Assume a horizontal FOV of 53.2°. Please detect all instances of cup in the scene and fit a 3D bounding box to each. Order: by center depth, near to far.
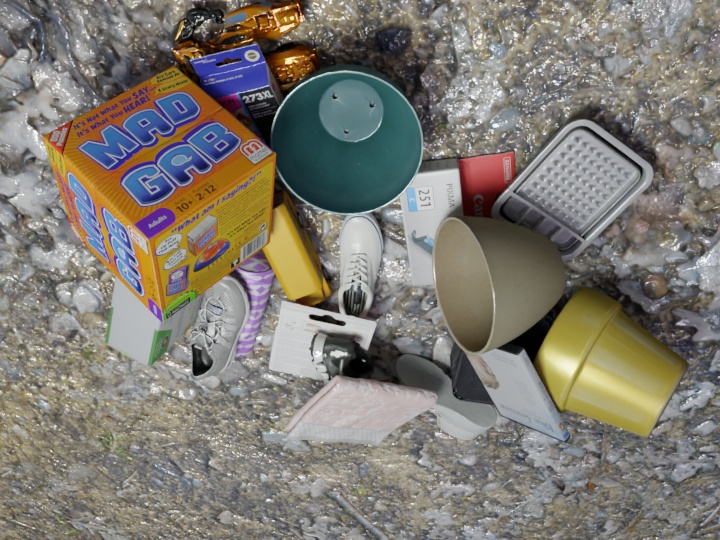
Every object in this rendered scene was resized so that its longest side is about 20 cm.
[{"bbox_3d":[0.208,0.010,1.042,0.143,0.200,0.201,-11,125,-15],"label":"cup"}]

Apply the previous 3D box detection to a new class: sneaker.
[{"bbox_3d":[-0.228,0.094,1.132,0.075,0.082,0.200,21,122,17],"label":"sneaker"},{"bbox_3d":[0.000,0.000,1.153,0.073,0.071,0.200,1,123,3],"label":"sneaker"},{"bbox_3d":[-0.017,0.180,1.199,0.090,0.067,0.200,0,136,18],"label":"sneaker"},{"bbox_3d":[0.138,0.238,1.297,0.200,0.074,0.116,35,150,9],"label":"sneaker"}]

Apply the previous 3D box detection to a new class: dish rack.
[{"bbox_3d":[0.308,-0.121,1.064,0.171,0.044,0.200,29,121,-21],"label":"dish rack"}]

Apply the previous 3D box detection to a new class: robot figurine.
[{"bbox_3d":[-0.163,-0.294,0.978,0.199,0.058,0.145,-13,124,11],"label":"robot figurine"}]

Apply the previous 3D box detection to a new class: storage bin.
[{"bbox_3d":[0.233,0.122,1.205,0.135,0.094,0.200,8,124,-1],"label":"storage bin"}]

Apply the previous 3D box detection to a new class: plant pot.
[{"bbox_3d":[-0.015,-0.196,0.987,0.199,0.135,0.201,1,123,2],"label":"plant pot"},{"bbox_3d":[0.386,0.154,1.112,0.189,0.201,0.201,30,127,25],"label":"plant pot"}]

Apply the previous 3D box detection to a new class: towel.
[{"bbox_3d":[-0.001,0.241,1.210,0.200,0.032,0.191,14,137,-32],"label":"towel"}]

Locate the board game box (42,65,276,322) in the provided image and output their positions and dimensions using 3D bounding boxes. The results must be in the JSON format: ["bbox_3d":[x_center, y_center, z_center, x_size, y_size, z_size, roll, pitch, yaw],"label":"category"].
[{"bbox_3d":[-0.254,-0.100,0.950,0.200,0.200,0.200,42,150,16],"label":"board game box"}]

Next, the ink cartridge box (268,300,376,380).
[{"bbox_3d":[-0.065,0.114,1.221,0.160,0.050,0.200,12,136,-4],"label":"ink cartridge box"}]

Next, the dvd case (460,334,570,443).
[{"bbox_3d":[0.234,0.178,1.120,0.018,0.143,0.200,-45,119,-21],"label":"dvd case"}]

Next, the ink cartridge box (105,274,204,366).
[{"bbox_3d":[-0.292,0.027,1.110,0.084,0.200,0.145,26,123,7],"label":"ink cartridge box"}]

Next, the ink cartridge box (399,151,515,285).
[{"bbox_3d":[0.155,-0.076,1.110,0.176,0.045,0.200,-6,122,8],"label":"ink cartridge box"}]

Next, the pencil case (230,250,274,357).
[{"bbox_3d":[-0.198,0.052,1.192,0.085,0.084,0.200,-4,128,-30],"label":"pencil case"}]

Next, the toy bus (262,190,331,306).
[{"bbox_3d":[-0.108,-0.026,1.134,0.065,0.078,0.200,-20,120,6],"label":"toy bus"}]

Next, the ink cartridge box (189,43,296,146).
[{"bbox_3d":[-0.151,-0.220,0.992,0.094,0.037,0.200,-10,148,10],"label":"ink cartridge box"}]
